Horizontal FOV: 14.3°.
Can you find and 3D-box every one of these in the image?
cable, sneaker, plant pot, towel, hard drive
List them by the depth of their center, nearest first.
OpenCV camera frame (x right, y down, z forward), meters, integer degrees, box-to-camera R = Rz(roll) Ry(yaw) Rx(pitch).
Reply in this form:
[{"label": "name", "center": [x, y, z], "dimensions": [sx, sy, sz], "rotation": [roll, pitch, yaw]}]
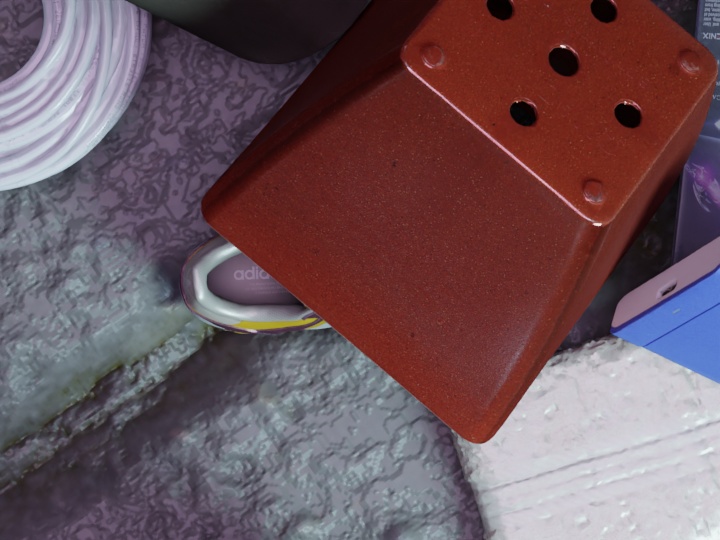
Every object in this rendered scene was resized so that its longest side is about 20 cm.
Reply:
[{"label": "plant pot", "center": [0.071, -0.069, 1.494], "dimensions": [0.200, 0.176, 0.200], "rotation": [40, 56, -1]}, {"label": "hard drive", "center": [0.249, 0.048, 1.528], "dimensions": [0.199, 0.132, 0.026], "rotation": [25, 66, -13]}, {"label": "sneaker", "center": [0.000, 0.000, 1.574], "dimensions": [0.199, 0.090, 0.075], "rotation": [-11, 90, -1]}, {"label": "cable", "center": [-0.214, -0.142, 1.581], "dimensions": [0.199, 0.069, 0.201], "rotation": [-26, 91, 0]}, {"label": "towel", "center": [0.154, 0.098, 1.606], "dimensions": [0.199, 0.034, 0.133], "rotation": [-16, 88, -2]}]

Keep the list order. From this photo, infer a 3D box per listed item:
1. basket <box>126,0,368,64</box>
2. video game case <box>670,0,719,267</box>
[{"label": "basket", "center": [-0.078, -0.199, 1.504], "dimensions": [0.180, 0.200, 0.136], "rotation": [-43, 58, 6]}, {"label": "video game case", "center": [0.242, -0.071, 1.542], "dimensions": [0.142, 0.019, 0.202], "rotation": [6, 91, 28]}]
